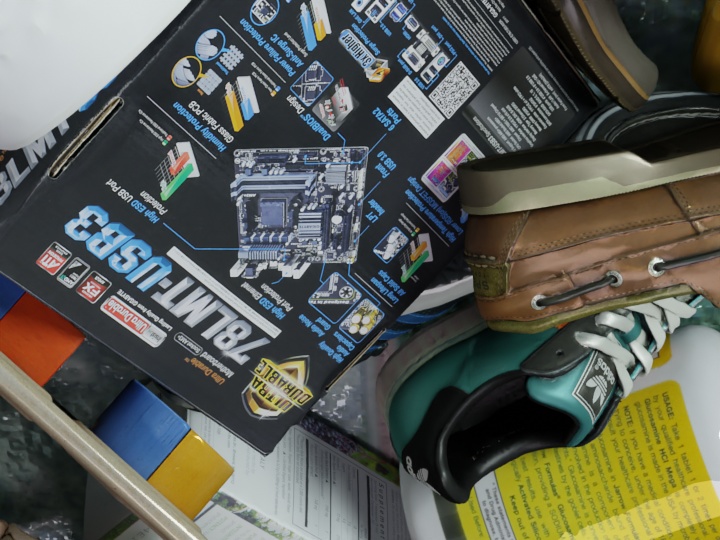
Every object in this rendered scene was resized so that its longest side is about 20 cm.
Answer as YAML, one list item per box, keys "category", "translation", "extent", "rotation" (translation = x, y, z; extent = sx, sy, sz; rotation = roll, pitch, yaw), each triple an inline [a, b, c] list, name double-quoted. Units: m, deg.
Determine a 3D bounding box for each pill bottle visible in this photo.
- category: "pill bottle"
  translation: [0.127, 0.093, 0.902]
  extent: [0.199, 0.113, 0.113]
  rotation: [-21, 130, 16]

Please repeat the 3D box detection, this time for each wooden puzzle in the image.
- category: "wooden puzzle"
  translation: [-0.113, 0.047, 0.767]
  extent: [0.046, 0.185, 0.200]
  rotation: [-44, 96, -9]

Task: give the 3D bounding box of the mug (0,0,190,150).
- category: "mug"
  translation: [-0.115, -0.148, 0.586]
  extent: [0.200, 0.147, 0.176]
  rotation: [-47, 108, -17]

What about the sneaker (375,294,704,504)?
- category: "sneaker"
  translation: [0.101, 0.030, 0.846]
  extent: [0.199, 0.080, 0.071]
  rotation: [-37, 127, 8]

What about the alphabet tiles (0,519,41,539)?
- category: "alphabet tiles"
  translation: [-0.126, 0.142, 0.908]
  extent: [0.194, 0.015, 0.200]
  rotation: [21, 167, 22]

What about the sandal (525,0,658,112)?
- category: "sandal"
  translation: [0.069, -0.138, 0.716]
  extent: [0.054, 0.082, 0.200]
  rotation: [-37, 127, 4]

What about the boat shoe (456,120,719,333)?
- category: "boat shoe"
  translation: [0.137, -0.019, 0.744]
  extent: [0.198, 0.072, 0.069]
  rotation: [-7, 100, 6]

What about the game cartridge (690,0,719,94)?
- category: "game cartridge"
  translation: [0.210, -0.082, 0.694]
  extent: [0.175, 0.033, 0.200]
  rotation: [10, 177, 7]

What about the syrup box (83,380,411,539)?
- category: "syrup box"
  translation: [-0.031, 0.129, 0.947]
  extent: [0.199, 0.082, 0.079]
  rotation: [33, 125, -29]

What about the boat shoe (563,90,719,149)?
- category: "boat shoe"
  translation: [0.181, -0.041, 0.806]
  extent: [0.198, 0.069, 0.057]
  rotation: [5, 168, -17]

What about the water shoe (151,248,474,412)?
- category: "water shoe"
  translation: [0.000, 0.000, 0.853]
  extent: [0.199, 0.072, 0.079]
  rotation: [-24, 163, 9]

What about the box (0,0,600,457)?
- category: "box"
  translation: [-0.027, -0.047, 0.723]
  extent: [0.199, 0.050, 0.200]
  rotation: [-46, 141, 2]
